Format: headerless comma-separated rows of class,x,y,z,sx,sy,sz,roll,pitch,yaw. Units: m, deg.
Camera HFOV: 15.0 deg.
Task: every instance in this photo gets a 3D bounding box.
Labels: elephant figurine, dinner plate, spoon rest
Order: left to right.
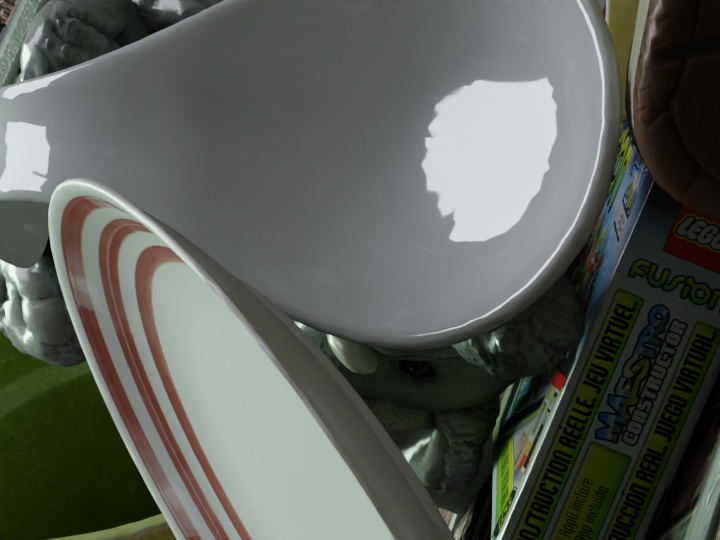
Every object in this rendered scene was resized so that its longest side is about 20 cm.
spoon rest,-0.026,-0.028,0.650,0.061,0.199,0.100,15,-105,-51
dinner plate,-0.010,0.062,0.622,0.024,0.200,0.200,-33,-10,-17
elephant figurine,0.000,0.000,0.762,0.155,0.200,0.142,-38,-37,-45

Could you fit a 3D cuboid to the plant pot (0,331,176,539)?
plant pot,-0.059,0.111,0.924,0.201,0.200,0.185,-70,-31,-58

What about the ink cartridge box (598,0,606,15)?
ink cartridge box,0.017,-0.081,0.916,0.084,0.199,0.145,-100,32,-88

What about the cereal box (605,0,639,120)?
cereal box,0.099,-0.145,0.765,0.200,0.039,0.144,-65,-23,-61

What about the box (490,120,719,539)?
box,0.072,0.012,0.756,0.200,0.035,0.110,-74,6,-80

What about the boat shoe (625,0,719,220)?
boat shoe,0.103,-0.114,0.601,0.075,0.074,0.203,-76,7,-76

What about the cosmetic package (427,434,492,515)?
cosmetic package,0.038,0.016,1.106,0.200,0.085,0.108,111,179,-67
